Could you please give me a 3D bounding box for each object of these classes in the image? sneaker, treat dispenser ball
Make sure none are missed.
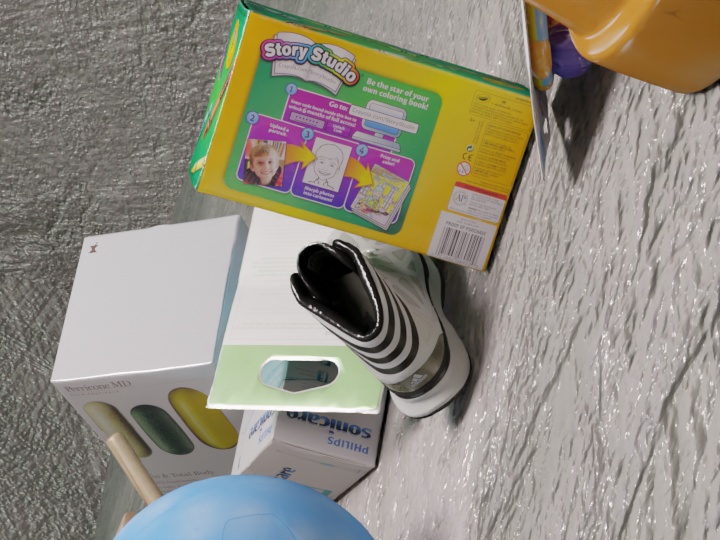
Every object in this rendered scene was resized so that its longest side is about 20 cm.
[{"bbox_3d":[0.000,0.000,1.159,0.076,0.115,0.201,-38,34,5],"label":"sneaker"},{"bbox_3d":[-0.070,0.224,1.070,0.201,0.200,0.202,-164,90,-79],"label":"treat dispenser ball"}]

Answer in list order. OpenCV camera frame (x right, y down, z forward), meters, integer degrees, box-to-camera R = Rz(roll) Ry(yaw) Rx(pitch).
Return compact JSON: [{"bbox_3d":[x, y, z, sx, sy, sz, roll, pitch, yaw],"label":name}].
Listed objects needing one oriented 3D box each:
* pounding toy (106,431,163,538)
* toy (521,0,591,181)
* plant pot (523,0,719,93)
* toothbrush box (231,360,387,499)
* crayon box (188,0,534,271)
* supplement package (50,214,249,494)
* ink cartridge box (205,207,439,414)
[{"bbox_3d":[-0.138,0.264,1.395,0.201,0.183,0.143,-86,16,-47],"label":"pounding toy"},{"bbox_3d":[0.111,-0.167,1.015,0.115,0.047,0.201,-75,-25,-61],"label":"toy"},{"bbox_3d":[0.102,-0.206,0.849,0.200,0.182,0.201,-164,90,-79],"label":"plant pot"},{"bbox_3d":[-0.031,0.068,1.392,0.146,0.085,0.201,130,154,-63],"label":"toothbrush box"},{"bbox_3d":[0.002,-0.086,1.138,0.058,0.199,0.119,-117,44,-73],"label":"crayon box"},{"bbox_3d":[-0.142,0.079,1.528,0.200,0.151,0.151,59,-150,-48],"label":"supplement package"},{"bbox_3d":[-0.021,0.014,1.286,0.048,0.145,0.201,42,-127,-54],"label":"ink cartridge box"}]
